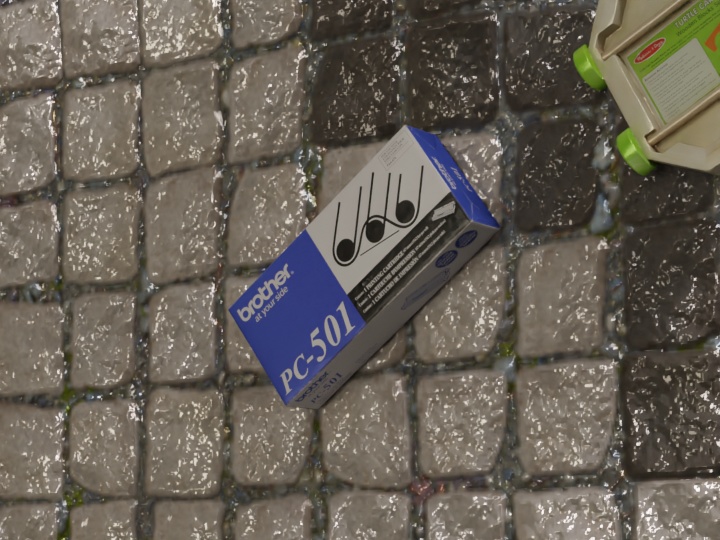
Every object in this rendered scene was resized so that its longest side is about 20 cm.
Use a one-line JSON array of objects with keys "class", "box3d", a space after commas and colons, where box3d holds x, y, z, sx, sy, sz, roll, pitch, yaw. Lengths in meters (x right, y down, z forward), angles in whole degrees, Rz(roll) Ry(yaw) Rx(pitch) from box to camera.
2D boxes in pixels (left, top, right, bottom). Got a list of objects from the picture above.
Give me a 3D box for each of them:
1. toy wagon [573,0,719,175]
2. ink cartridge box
[{"class": "toy wagon", "box3d": [0.214, -0.165, 1.390, 0.155, 0.039, 0.201, -36, 65, 25]}, {"class": "ink cartridge box", "box3d": [0.000, 0.000, 1.512, 0.200, 0.044, 0.094, -46, 60, 21]}]
